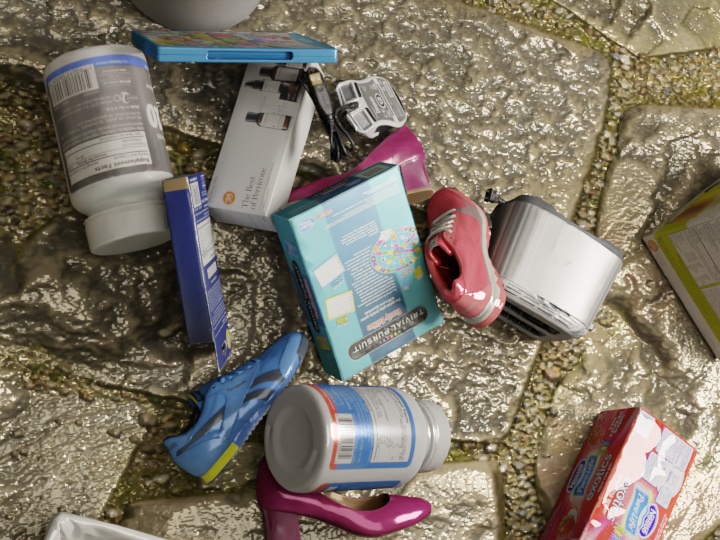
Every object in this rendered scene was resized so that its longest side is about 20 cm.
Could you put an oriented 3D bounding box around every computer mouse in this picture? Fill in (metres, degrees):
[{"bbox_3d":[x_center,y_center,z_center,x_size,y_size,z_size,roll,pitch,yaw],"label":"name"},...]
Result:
[{"bbox_3d":[-0.005,-0.185,1.241,0.111,0.044,0.199,62,28,5],"label":"computer mouse"}]

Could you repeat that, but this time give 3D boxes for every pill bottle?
[{"bbox_3d":[-0.262,-0.125,1.125,0.112,0.114,0.203,-12,84,-23],"label":"pill bottle"},{"bbox_3d":[0.002,0.182,1.151,0.198,0.111,0.114,8,75,-42],"label":"pill bottle"}]

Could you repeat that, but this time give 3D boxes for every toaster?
[{"bbox_3d":[0.216,-0.001,1.292,0.198,0.113,0.131,30,72,-15],"label":"toaster"}]

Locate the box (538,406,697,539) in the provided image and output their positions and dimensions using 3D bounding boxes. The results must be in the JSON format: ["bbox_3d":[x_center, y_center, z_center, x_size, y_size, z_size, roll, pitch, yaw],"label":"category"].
[{"bbox_3d":[0.311,0.278,1.282,0.099,0.095,0.201,35,69,-11],"label":"box"}]

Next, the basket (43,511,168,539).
[{"bbox_3d":[-0.232,0.328,1.041,0.198,0.123,0.137,21,73,-16],"label":"basket"}]

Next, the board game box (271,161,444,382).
[{"bbox_3d":[0.000,0.000,1.203,0.150,0.047,0.203,-27,112,-24],"label":"board game box"}]

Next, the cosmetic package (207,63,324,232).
[{"bbox_3d":[-0.109,-0.151,1.207,0.081,0.051,0.203,8,72,19],"label":"cosmetic package"}]

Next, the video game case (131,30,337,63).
[{"bbox_3d":[-0.141,-0.247,1.164,0.197,0.143,0.018,-4,109,-22],"label":"video game case"}]

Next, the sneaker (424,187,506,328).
[{"bbox_3d":[0.110,-0.032,1.232,0.086,0.074,0.202,29,34,-40],"label":"sneaker"}]

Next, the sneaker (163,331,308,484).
[{"bbox_3d":[-0.134,0.132,1.151,0.078,0.066,0.201,41,68,-5],"label":"sneaker"}]

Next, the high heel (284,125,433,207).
[{"bbox_3d":[-0.011,-0.119,1.257,0.197,0.068,0.097,-13,68,-16],"label":"high heel"}]

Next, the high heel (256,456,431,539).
[{"bbox_3d":[-0.016,0.245,1.171,0.197,0.067,0.098,-5,92,-19],"label":"high heel"}]

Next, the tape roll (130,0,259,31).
[{"bbox_3d":[-0.180,-0.390,1.197,0.200,0.139,0.206,4,78,-20],"label":"tape roll"}]

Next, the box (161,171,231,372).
[{"bbox_3d":[-0.171,0.000,1.116,0.032,0.121,0.203,-9,97,0],"label":"box"}]

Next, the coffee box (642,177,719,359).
[{"bbox_3d":[0.538,-0.029,1.378,0.199,0.197,0.201,-34,93,-24],"label":"coffee box"}]
